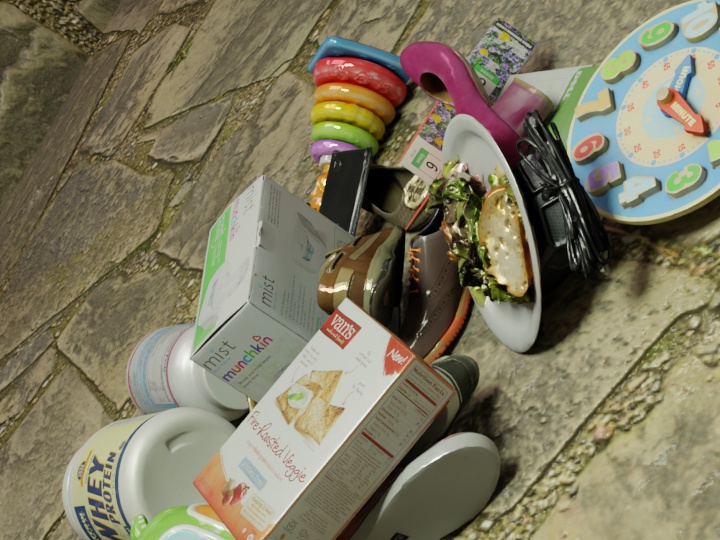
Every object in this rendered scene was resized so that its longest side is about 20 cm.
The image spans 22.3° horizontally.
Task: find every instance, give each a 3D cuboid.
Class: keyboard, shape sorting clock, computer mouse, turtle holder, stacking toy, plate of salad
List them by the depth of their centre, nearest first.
[{"bbox_3d":[0.241,-0.126,1.410,0.199,0.039,0.201,-24,47,28],"label":"shape sorting clock"},{"bbox_3d":[0.155,-0.037,1.464,0.200,0.052,0.139,117,135,-69],"label":"computer mouse"},{"bbox_3d":[0.097,-0.027,1.493,0.048,0.201,0.200,-16,16,-14],"label":"plate of salad"},{"bbox_3d":[-0.136,0.291,1.582,0.131,0.141,0.186,-11,38,39],"label":"turtle holder"},{"bbox_3d":[-0.037,-0.029,1.908,0.127,0.020,0.201,-1,74,58],"label":"keyboard"},{"bbox_3d":[-0.018,-0.146,2.012,0.116,0.109,0.201,138,148,-70],"label":"stacking toy"}]

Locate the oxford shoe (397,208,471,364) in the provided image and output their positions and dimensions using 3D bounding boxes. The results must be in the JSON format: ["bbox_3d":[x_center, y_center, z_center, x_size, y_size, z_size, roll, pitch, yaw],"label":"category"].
[{"bbox_3d":[0.062,0.008,1.637,0.071,0.072,0.201,-7,53,63],"label":"oxford shoe"}]

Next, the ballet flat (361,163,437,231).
[{"bbox_3d":[0.034,-0.083,1.861,0.068,0.046,0.200,-57,21,-4],"label":"ballet flat"}]

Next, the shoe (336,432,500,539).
[{"bbox_3d":[0.034,0.178,1.460,0.200,0.071,0.091,-51,27,27],"label":"shoe"}]

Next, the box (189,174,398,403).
[{"bbox_3d":[-0.056,0.037,1.711,0.097,0.176,0.201,-44,26,29],"label":"box"}]

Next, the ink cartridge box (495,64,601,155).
[{"bbox_3d":[0.176,-0.118,1.587,0.104,0.059,0.200,-61,22,-11],"label":"ink cartridge box"}]

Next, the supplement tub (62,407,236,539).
[{"bbox_3d":[-0.206,0.216,1.824,0.200,0.145,0.146,-18,43,58],"label":"supplement tub"}]

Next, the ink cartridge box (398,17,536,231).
[{"bbox_3d":[0.087,-0.139,1.727,0.200,0.050,0.109,-55,-1,-38],"label":"ink cartridge box"}]

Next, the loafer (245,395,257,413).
[{"bbox_3d":[-0.084,0.170,1.704,0.200,0.072,0.073,-87,14,-58],"label":"loafer"}]

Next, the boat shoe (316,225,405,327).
[{"bbox_3d":[0.000,0.000,1.653,0.200,0.073,0.076,-54,-31,-79],"label":"boat shoe"}]

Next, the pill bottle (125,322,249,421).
[{"bbox_3d":[-0.168,0.109,1.944,0.200,0.108,0.109,-9,51,62],"label":"pill bottle"}]

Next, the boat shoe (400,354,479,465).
[{"bbox_3d":[0.037,0.137,1.536,0.064,0.071,0.200,-32,-10,-43],"label":"boat shoe"}]

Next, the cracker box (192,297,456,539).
[{"bbox_3d":[-0.031,0.132,1.442,0.200,0.058,0.134,-50,31,-2],"label":"cracker box"}]

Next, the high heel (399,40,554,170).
[{"bbox_3d":[0.080,-0.137,1.608,0.200,0.067,0.096,32,80,43],"label":"high heel"}]
